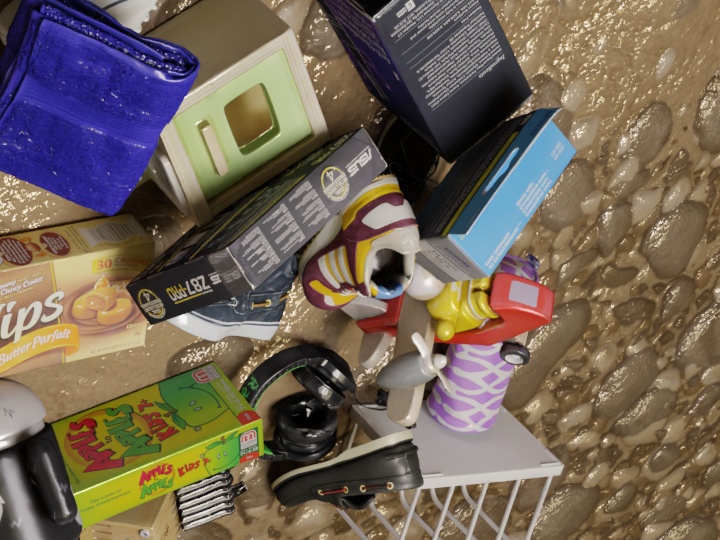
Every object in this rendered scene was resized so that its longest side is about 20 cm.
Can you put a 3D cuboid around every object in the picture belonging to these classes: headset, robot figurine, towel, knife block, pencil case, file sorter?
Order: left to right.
[{"bbox_3d":[-0.321,0.196,1.677,0.149,0.125,0.202,-16,98,3],"label":"robot figurine"},{"bbox_3d":[-0.228,-0.129,1.508,0.147,0.050,0.200,27,139,-10],"label":"towel"},{"bbox_3d":[-0.217,0.209,1.863,0.198,0.176,0.065,6,129,13],"label":"knife block"},{"bbox_3d":[-0.037,0.140,1.912,0.199,0.094,0.125,-2,122,-43],"label":"headset"},{"bbox_3d":[0.088,0.229,2.035,0.198,0.139,0.126,0,119,-37],"label":"file sorter"},{"bbox_3d":[0.126,0.074,1.993,0.083,0.085,0.202,-7,124,-38],"label":"pencil case"}]

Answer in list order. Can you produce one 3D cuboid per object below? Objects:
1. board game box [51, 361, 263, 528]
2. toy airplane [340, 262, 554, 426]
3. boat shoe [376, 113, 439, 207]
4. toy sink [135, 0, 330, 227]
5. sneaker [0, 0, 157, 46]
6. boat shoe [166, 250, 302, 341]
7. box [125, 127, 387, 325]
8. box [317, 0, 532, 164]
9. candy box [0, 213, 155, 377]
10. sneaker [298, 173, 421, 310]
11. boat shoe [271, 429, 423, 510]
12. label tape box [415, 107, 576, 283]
[{"bbox_3d":[-0.203,0.165,1.800,0.198,0.102,0.048,-20,132,-24],"label":"board game box"},{"bbox_3d":[0.066,0.029,1.839,0.198,0.200,0.141,-38,142,-2],"label":"toy airplane"},{"bbox_3d":[0.039,-0.091,1.825,0.074,0.062,0.201,31,99,-44],"label":"boat shoe"},{"bbox_3d":[-0.144,-0.129,1.622,0.199,0.112,0.131,-32,135,-13],"label":"toy sink"},{"bbox_3d":[-0.199,-0.224,1.547,0.199,0.073,0.071,-28,136,-4],"label":"sneaker"},{"bbox_3d":[-0.123,0.010,1.751,0.092,0.070,0.200,-63,158,9],"label":"boat shoe"},{"bbox_3d":[-0.091,-0.040,1.637,0.049,0.161,0.200,55,50,-12],"label":"box"},{"bbox_3d":[0.047,-0.219,1.675,0.104,0.148,0.201,-39,136,-6],"label":"box"},{"bbox_3d":[-0.284,0.026,1.670,0.198,0.055,0.116,-11,128,-31],"label":"candy box"},{"bbox_3d":[0.000,0.000,1.732,0.074,0.091,0.201,-15,154,-24],"label":"sneaker"},{"bbox_3d":[-0.017,0.218,1.934,0.200,0.064,0.073,-23,171,42],"label":"boat shoe"},{"bbox_3d":[0.121,-0.065,1.685,0.066,0.200,0.144,39,78,-12],"label":"label tape box"}]
